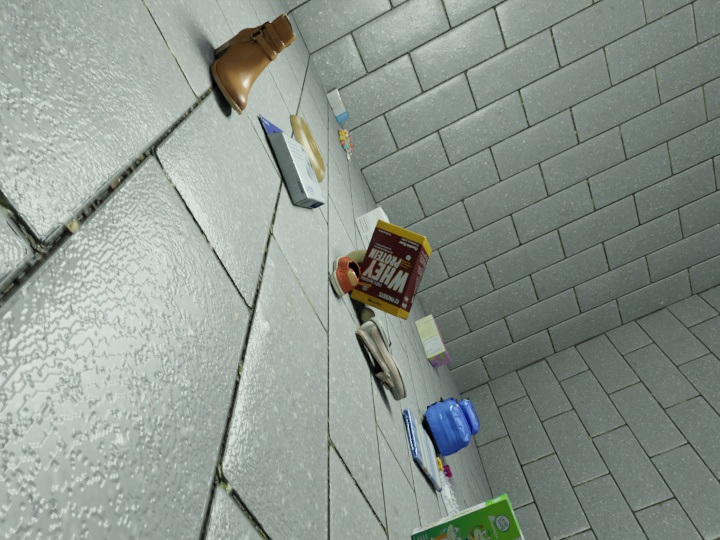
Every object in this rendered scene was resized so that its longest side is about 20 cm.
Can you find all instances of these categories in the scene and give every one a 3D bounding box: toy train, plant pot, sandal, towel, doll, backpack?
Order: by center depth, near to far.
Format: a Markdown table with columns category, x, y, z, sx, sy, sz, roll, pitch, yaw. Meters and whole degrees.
| category | x | y | z | sx | sy | sz | roll | pitch | yaw |
| --- | --- | --- | --- | --- | --- | --- | --- | --- | --- |
| doll | 0.054 | 0.186 | 1.381 | 0.137 | 0.047 | 0.205 | -79 | 146 | -77 |
| towel | 0.162 | 0.468 | 1.434 | 0.149 | 0.023 | 0.202 | -99 | 163 | -48 |
| sandal | -0.006 | 0.000 | 1.491 | 0.212 | 0.075 | 0.072 | -55 | 148 | -73 |
| plant pot | -0.144 | -0.352 | 1.577 | 0.200 | 0.027 | 0.206 | -23 | 92 | -82 |
| backpack | 0.283 | 0.475 | 1.721 | 0.166 | 0.165 | 0.200 | 62 | 11 | 16 |
| toy train | -0.058 | -0.628 | 2.738 | 0.202 | 0.054 | 0.153 | -97 | 162 | -62 |

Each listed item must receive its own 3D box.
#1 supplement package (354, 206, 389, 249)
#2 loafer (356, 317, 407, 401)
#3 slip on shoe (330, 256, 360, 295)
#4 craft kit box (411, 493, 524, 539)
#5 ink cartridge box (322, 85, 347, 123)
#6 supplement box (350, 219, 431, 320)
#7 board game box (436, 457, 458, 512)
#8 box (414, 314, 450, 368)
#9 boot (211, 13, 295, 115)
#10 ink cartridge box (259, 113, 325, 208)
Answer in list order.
| category | x | y | z | sx | sy | sz | roll | pitch | yaw |
| --- | --- | --- | --- | --- | --- | --- | --- | --- | --- |
| supplement package | 0.076 | -0.105 | 2.063 | 0.156 | 0.108 | 0.206 | 36 | 32 | -73 |
| loafer | 0.046 | 0.213 | 1.274 | 0.071 | 0.062 | 0.206 | -4 | -72 | 64 |
| slip on shoe | -0.028 | 0.007 | 1.284 | 0.076 | 0.060 | 0.200 | 64 | 8 | -9 |
| craft kit box | 0.215 | 0.542 | 0.994 | 0.048 | 0.192 | 0.206 | 39 | 28 | -73 |
| ink cartridge box | -0.130 | -0.902 | 2.942 | 0.116 | 0.066 | 0.204 | -94 | 159 | -66 |
| supplement box | 0.084 | 0.005 | 1.426 | 0.197 | 0.129 | 0.206 | 31 | 80 | -76 |
| board game box | 0.264 | 0.654 | 1.594 | 0.201 | 0.025 | 0.205 | 53 | 16 | -59 |
| box | 0.361 | 0.355 | 2.748 | 0.177 | 0.094 | 0.205 | 54 | 16 | -58 |
| boot | -0.177 | -0.367 | 0.967 | 0.203 | 0.151 | 0.077 | -104 | 167 | -46 |
| ink cartridge box | -0.146 | -0.243 | 1.234 | 0.200 | 0.040 | 0.206 | -31 | 98 | -82 |
